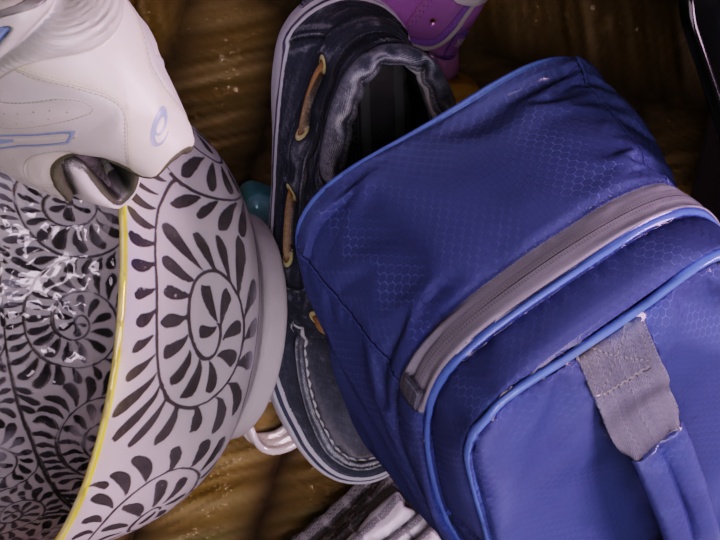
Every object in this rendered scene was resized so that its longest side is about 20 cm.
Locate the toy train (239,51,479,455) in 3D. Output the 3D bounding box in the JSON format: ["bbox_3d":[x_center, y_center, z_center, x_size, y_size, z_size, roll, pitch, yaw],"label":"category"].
[{"bbox_3d":[0.022,-0.004,1.204,0.199,0.056,0.151,-30,112,0],"label":"toy train"}]

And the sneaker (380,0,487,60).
[{"bbox_3d":[0.065,-0.140,1.161,0.199,0.073,0.115,2,113,-1],"label":"sneaker"}]

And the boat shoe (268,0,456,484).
[{"bbox_3d":[0.000,0.000,1.123,0.070,0.091,0.201,-8,111,-12],"label":"boat shoe"}]

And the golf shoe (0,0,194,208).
[{"bbox_3d":[-0.123,-0.053,1.019,0.078,0.200,0.097,-43,104,-21],"label":"golf shoe"}]

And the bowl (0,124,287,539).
[{"bbox_3d":[-0.088,0.017,1.125,0.094,0.201,0.202,5,109,-28],"label":"bowl"}]

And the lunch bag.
[{"bbox_3d":[0.074,0.042,1.064,0.136,0.132,0.200,-31,145,-7],"label":"lunch bag"}]

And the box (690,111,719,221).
[{"bbox_3d":[0.219,-0.093,1.170,0.114,0.132,0.201,5,109,-15],"label":"box"}]

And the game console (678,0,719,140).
[{"bbox_3d":[0.217,-0.061,1.039,0.175,0.117,0.201,-17,116,10],"label":"game console"}]

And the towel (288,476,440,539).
[{"bbox_3d":[0.021,0.179,1.258,0.200,0.086,0.166,-42,110,7],"label":"towel"}]
